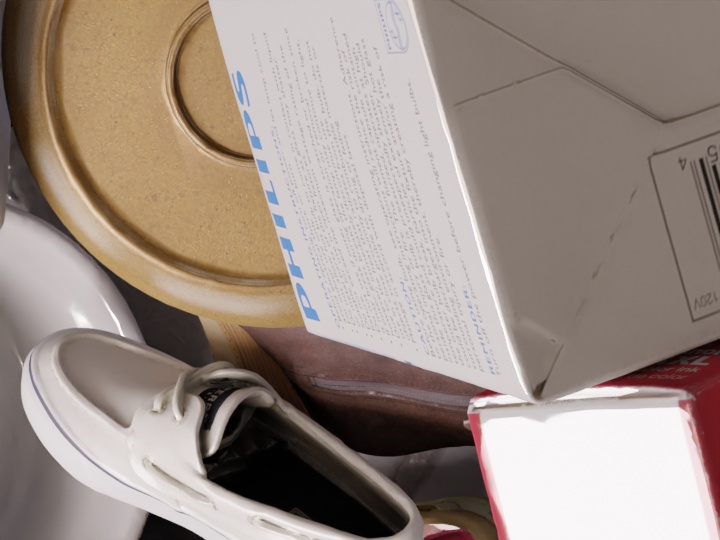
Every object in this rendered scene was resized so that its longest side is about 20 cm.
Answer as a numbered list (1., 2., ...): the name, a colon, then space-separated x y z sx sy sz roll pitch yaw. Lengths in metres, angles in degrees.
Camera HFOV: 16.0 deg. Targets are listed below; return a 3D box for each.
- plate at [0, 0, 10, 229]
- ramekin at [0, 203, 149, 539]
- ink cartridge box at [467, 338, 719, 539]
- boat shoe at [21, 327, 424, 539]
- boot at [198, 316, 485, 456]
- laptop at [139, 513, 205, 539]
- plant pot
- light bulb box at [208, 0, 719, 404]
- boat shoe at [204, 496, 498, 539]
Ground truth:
1. plate: -0.153 -0.105 0.976 0.032 0.200 0.201 -2 120 -6
2. ramekin: -0.194 0.070 1.091 0.098 0.200 0.201 -3 112 55
3. ink cartridge box: 0.137 0.074 0.775 0.083 0.200 0.147 -8 101 43
4. boat shoe: -0.056 0.070 1.017 0.200 0.072 0.066 36 140 27
5. boot: 0.000 0.000 1.006 0.165 0.073 0.201 6 140 29
6. laptop: -0.121 0.150 1.207 0.186 0.116 0.201 7 76 34
7. plant pot: -0.037 -0.071 0.935 0.199 0.028 0.201 2 106 7
8. light bulb box: 0.082 -0.058 0.785 0.200 0.197 0.126 -167 59 -71
9. boat shoe: -0.030 0.134 1.066 0.199 0.066 0.074 -19 77 11
